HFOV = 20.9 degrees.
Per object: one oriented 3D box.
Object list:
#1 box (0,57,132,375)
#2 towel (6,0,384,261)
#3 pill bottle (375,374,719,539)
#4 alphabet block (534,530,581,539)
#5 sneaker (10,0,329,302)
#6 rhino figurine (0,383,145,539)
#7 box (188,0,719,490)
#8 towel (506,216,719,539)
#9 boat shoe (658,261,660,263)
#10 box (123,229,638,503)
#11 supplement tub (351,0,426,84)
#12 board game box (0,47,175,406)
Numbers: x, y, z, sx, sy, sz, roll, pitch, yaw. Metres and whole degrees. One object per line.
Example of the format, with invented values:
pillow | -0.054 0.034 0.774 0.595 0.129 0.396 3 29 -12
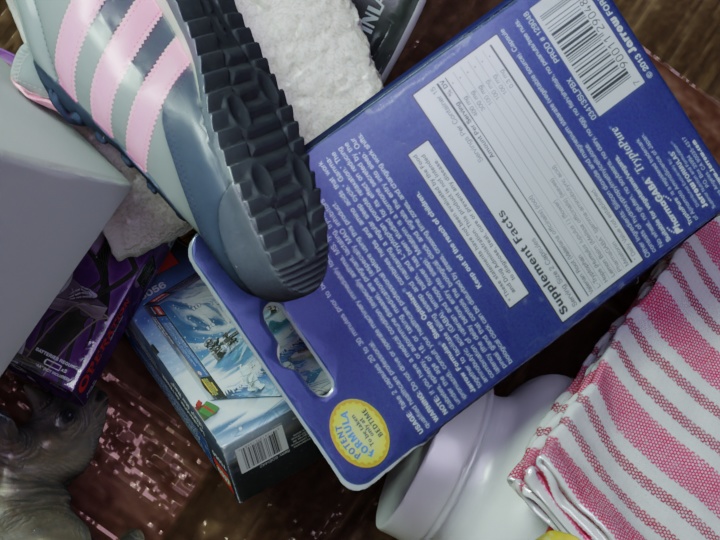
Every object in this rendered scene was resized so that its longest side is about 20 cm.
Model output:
box | -0.206 -0.050 0.740 0.200 0.097 0.125 43 104 23
towel | -0.074 -0.120 0.776 0.132 0.034 0.202 -21 97 -1
pill bottle | 0.111 0.119 0.843 0.199 0.112 0.113 25 76 -6
alphabet block | 0.063 0.252 0.746 0.195 0.196 0.200 40 60 -3
sneaker | -0.082 -0.068 0.723 0.082 0.070 0.201 -31 79 23
rhino figurine | -0.125 0.128 0.813 0.087 0.060 0.202 -3 78 -29
box | 0.039 -0.019 0.769 0.199 0.032 0.122 -36 98 -13
towel | 0.162 0.067 0.809 0.146 0.030 0.200 38 51 3
boat shoe | 0.211 0.043 0.904 0.072 0.060 0.203 -32 88 -15
box | 0.000 0.000 0.841 0.199 0.040 0.137 -27 46 -14
supplement tub | -0.067 -0.154 0.852 0.199 0.123 0.123 26 76 -6
board game box | -0.175 -0.039 0.829 0.199 0.032 0.121 25 71 12
